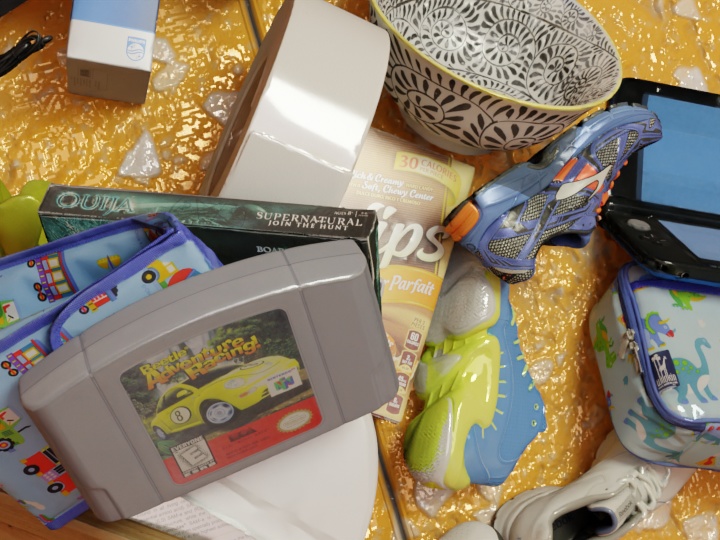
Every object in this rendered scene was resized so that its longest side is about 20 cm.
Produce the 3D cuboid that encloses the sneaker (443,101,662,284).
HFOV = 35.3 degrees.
[{"bbox_3d":[0.153,-0.056,0.843,0.199,0.075,0.079,-33,89,-20],"label":"sneaker"}]

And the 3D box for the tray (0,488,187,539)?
[{"bbox_3d":[-0.191,0.202,0.734,0.198,0.037,0.099,16,97,11],"label":"tray"}]

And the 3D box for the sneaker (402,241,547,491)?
[{"bbox_3d":[0.096,0.073,0.868,0.105,0.076,0.202,21,80,-32],"label":"sneaker"}]

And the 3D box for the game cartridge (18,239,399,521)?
[{"bbox_3d":[-0.080,0.061,0.637,0.199,0.041,0.134,-23,132,-7],"label":"game cartridge"}]

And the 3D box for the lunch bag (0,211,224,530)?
[{"bbox_3d":[-0.142,0.046,0.668,0.199,0.094,0.151,-25,134,9],"label":"lunch bag"}]

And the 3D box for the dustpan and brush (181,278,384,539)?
[{"bbox_3d":[-0.028,0.088,0.768,0.139,0.057,0.201,30,77,-7],"label":"dustpan and brush"}]

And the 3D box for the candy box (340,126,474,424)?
[{"bbox_3d":[0.000,0.000,0.844,0.115,0.055,0.202,19,82,-15],"label":"candy box"}]

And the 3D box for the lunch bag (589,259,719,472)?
[{"bbox_3d":[0.283,0.072,0.879,0.198,0.083,0.162,8,50,-15],"label":"lunch bag"}]

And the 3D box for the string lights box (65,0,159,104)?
[{"bbox_3d":[-0.165,-0.229,0.790,0.058,0.103,0.202,8,84,-13],"label":"string lights box"}]

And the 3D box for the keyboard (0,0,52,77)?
[{"bbox_3d":[-0.256,-0.175,0.744,0.199,0.021,0.128,-27,74,14],"label":"keyboard"}]

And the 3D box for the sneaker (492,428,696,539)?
[{"bbox_3d":[0.200,0.174,0.871,0.199,0.087,0.075,-32,93,-16],"label":"sneaker"}]

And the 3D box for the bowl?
[{"bbox_3d":[0.084,-0.149,0.841,0.199,0.095,0.202,13,42,-12],"label":"bowl"}]

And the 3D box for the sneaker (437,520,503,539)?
[{"bbox_3d":[0.033,0.220,0.786,0.202,0.067,0.108,-49,120,-41],"label":"sneaker"}]

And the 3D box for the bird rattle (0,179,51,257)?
[{"bbox_3d":[-0.288,0.009,0.763,0.163,0.113,0.200,38,90,2],"label":"bird rattle"}]

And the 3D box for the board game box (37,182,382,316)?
[{"bbox_3d":[-0.086,0.010,0.697,0.198,0.136,0.028,5,47,7],"label":"board game box"}]

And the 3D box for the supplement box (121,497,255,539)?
[{"bbox_3d":[-0.096,0.204,0.792,0.125,0.073,0.202,-14,90,-17],"label":"supplement box"}]

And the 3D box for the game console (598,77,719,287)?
[{"bbox_3d":[0.303,-0.065,0.900,0.198,0.171,0.119,8,110,-11],"label":"game console"}]

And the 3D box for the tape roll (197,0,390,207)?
[{"bbox_3d":[-0.053,-0.082,0.760,0.070,0.202,0.204,23,80,-13],"label":"tape roll"}]
